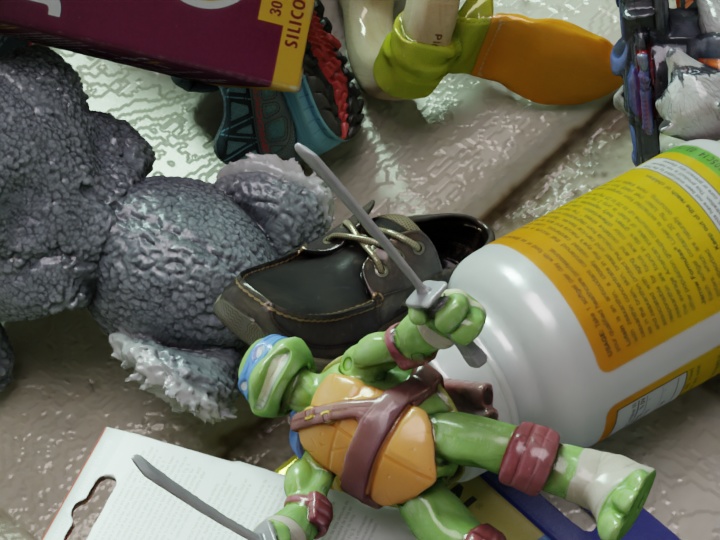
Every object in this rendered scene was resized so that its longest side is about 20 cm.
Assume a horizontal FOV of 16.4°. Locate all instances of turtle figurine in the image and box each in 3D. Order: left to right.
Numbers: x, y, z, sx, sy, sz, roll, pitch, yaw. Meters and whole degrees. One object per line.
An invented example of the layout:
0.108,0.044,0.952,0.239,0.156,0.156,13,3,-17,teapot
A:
0.017,0.084,1.076,0.194,0.200,0.144,28,67,13,turtle figurine

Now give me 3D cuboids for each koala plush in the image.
-0.126,-0.011,1.289,0.200,0.184,0.177,25,63,11,koala plush

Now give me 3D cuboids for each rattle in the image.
0.050,-0.175,1.427,0.143,0.130,0.200,-11,27,-12,rattle

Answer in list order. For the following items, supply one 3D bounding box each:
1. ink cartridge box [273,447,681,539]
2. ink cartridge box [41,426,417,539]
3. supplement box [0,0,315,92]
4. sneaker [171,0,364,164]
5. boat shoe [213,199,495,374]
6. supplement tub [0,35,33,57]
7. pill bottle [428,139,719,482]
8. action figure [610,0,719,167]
0.042,0.149,1.215,0.200,0.047,0.198,-40,59,-16,ink cartridge box
-0.047,0.150,1.157,0.200,0.050,0.109,15,49,15,ink cartridge box
-0.125,-0.175,1.279,0.200,0.103,0.131,11,91,-26,supplement box
-0.074,-0.143,1.406,0.095,0.079,0.200,-29,59,18,sneaker
0.000,0.000,1.242,0.074,0.073,0.200,33,21,24,boat shoe
-0.261,-0.170,1.389,0.140,0.200,0.140,-4,55,6,supplement tub
0.112,0.023,1.232,0.200,0.111,0.111,-27,55,-21,pill bottle
0.184,-0.150,1.307,0.104,0.200,0.194,2,50,14,action figure
